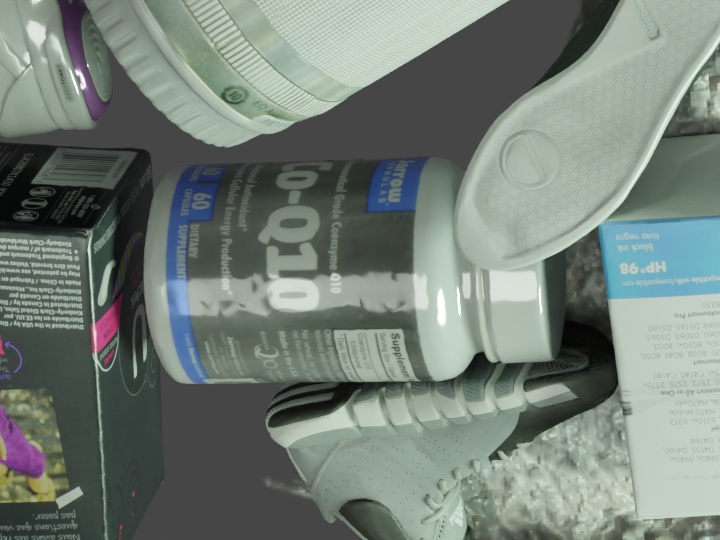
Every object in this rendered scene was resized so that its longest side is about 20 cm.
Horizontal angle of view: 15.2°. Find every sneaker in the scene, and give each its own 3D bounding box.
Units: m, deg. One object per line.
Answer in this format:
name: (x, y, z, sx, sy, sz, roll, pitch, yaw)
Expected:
sneaker: (0.120, -0.083, 1.303, 0.071, 0.099, 0.200, 38, 99, 4)
sneaker: (-0.197, -0.155, 1.363, 0.099, 0.075, 0.201, -11, 110, 15)
sneaker: (0.057, 0.096, 1.426, 0.199, 0.075, 0.116, -10, 116, 27)

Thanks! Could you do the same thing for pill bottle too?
pill bottle: (0.000, 0.000, 1.366, 0.199, 0.114, 0.114, -2, 113, 12)

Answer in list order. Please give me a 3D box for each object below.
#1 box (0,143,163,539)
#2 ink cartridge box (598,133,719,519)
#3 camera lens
box: (-0.169, 0.047, 1.410, 0.106, 0.122, 0.201, 4, 114, 10)
ink cartridge box: (0.168, 0.045, 1.348, 0.066, 0.116, 0.201, -4, 112, 14)
camera lens: (-0.017, -0.167, 1.271, 0.200, 0.160, 0.160, -30, 104, 22)
